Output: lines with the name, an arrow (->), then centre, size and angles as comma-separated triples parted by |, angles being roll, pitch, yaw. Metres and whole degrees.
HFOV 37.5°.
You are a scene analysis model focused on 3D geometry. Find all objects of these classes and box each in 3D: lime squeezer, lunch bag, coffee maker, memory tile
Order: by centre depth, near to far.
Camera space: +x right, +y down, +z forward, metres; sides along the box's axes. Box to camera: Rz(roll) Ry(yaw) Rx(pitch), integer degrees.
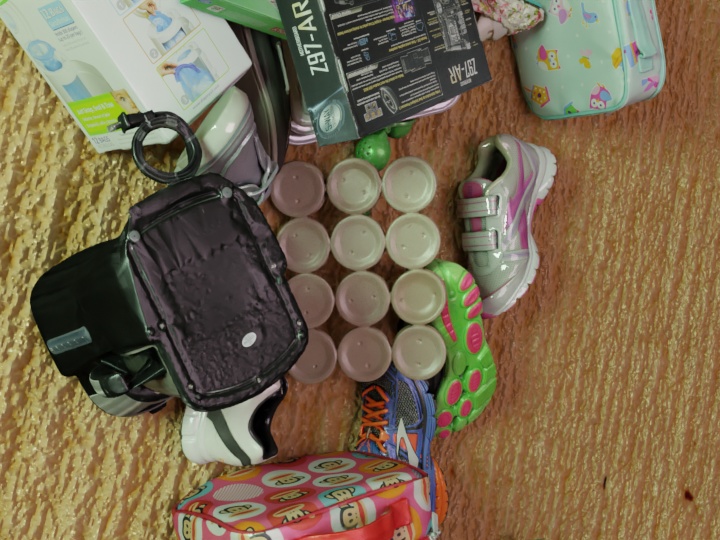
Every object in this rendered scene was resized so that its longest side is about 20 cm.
coffee maker -> -0.147, 0.006, 0.763 | 0.134, 0.199, 0.194 | -1, 82, -34
lunch bag -> -0.038, 0.207, 0.871 | 0.199, 0.176, 0.083 | -9, 93, -35
memory tile -> 0.000, 0.000, 0.946 | 0.152, 0.017, 0.202 | -3, 95, 3
lime squeezer -> 0.034, -0.118, 1.013 | 0.071, 0.038, 0.201 | 45, 64, -31
lunch bag -> 0.233, -0.256, 1.093 | 0.077, 0.160, 0.202 | -21, 103, -36

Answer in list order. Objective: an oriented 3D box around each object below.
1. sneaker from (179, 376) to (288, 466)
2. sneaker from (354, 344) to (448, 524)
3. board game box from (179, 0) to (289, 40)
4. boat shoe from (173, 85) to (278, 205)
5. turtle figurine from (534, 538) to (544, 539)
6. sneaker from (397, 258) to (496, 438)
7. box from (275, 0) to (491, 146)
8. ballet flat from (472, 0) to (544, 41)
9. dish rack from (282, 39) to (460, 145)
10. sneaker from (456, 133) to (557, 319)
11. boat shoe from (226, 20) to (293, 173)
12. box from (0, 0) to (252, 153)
sneaker -> -0.090, 0.065, 0.881 | 0.074, 0.079, 0.202 | 11, 86, -66
sneaker -> 0.028, 0.161, 0.994 | 0.078, 0.075, 0.202 | -20, 102, -33
board game box -> -0.054, -0.250, 0.826 | 0.199, 0.029, 0.136 | 8, 81, -49
boat shoe -> -0.096, -0.082, 0.802 | 0.071, 0.201, 0.070 | 34, 78, -9
turtle figurine -> 0.207, 0.354, 1.126 | 0.149, 0.101, 0.202 | -23, 121, -21
sneaker -> 0.081, 0.073, 1.032 | 0.076, 0.084, 0.202 | -17, 120, -23
box -> 0.020, -0.205, 0.852 | 0.200, 0.043, 0.162 | -31, 109, -46
ballet flat -> 0.093, -0.258, 1.042 | 0.198, 0.075, 0.065 | 12, 93, -29
dish rack -> 0.001, -0.211, 0.942 | 0.198, 0.043, 0.173 | -16, 102, -17
sneaker -> 0.131, -0.051, 1.073 | 0.088, 0.081, 0.202 | 27, 66, -35
boat shoe -> -0.083, -0.175, 0.881 | 0.057, 0.067, 0.202 | -32, 124, -35
box -> -0.192, -0.200, 0.779 | 0.101, 0.112, 0.201 | -48, 120, -30
